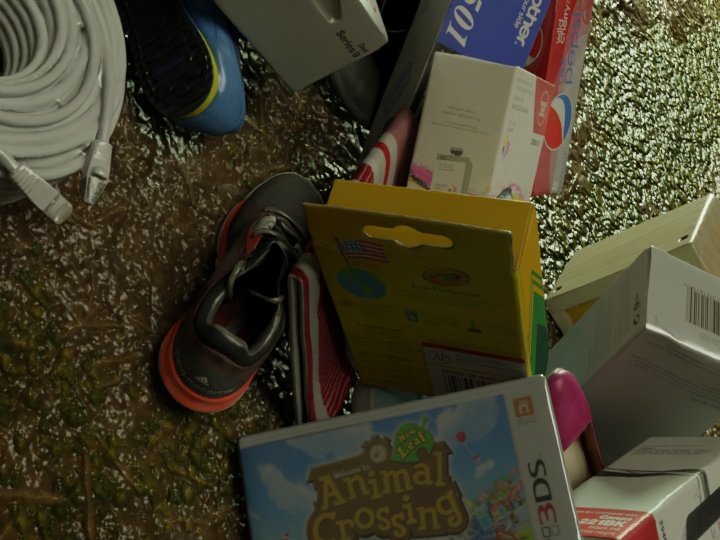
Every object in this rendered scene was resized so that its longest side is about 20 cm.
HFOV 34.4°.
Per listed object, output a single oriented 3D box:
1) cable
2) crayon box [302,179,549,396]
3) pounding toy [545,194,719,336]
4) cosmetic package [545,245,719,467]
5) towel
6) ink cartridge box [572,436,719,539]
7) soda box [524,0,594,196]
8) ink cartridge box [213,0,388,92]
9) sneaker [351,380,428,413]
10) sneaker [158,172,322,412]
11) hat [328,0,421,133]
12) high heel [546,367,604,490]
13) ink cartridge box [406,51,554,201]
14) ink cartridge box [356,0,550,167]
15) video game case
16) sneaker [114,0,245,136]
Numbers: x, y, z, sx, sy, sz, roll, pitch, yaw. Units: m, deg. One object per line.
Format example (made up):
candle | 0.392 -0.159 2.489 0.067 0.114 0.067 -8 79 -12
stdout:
cable | -0.218 -0.135 0.641 0.199 0.069 0.203 36 46 -31
crayon box | 0.047 0.011 0.714 0.201 0.125 0.051 73 31 -54
pounding toy | 0.295 0.067 1.046 0.202 0.183 0.142 57 39 -11
cosmetic package | 0.218 0.084 0.915 0.111 0.201 0.082 23 52 -10
towel | 0.000 0.000 0.796 0.201 0.022 0.146 -59 155 -47
ink cartridge box | 0.199 0.211 0.785 0.199 0.083 0.147 -18 98 -49
soda box | 0.153 -0.171 1.022 0.069 0.063 0.204 -12 115 -50
ink cartridge box | -0.065 -0.250 0.806 0.146 0.083 0.203 43 27 -55
sneaker | 0.079 0.103 0.853 0.198 0.081 0.075 13 60 -47
sneaker | -0.056 0.000 0.737 0.076 0.082 0.202 32 46 -12
hat | 0.032 -0.207 0.953 0.198 0.081 0.205 -10 111 -29
high heel | 0.165 0.156 0.838 0.067 0.095 0.202 -34 139 -27
ink cartridge box | 0.080 -0.047 0.853 0.116 0.066 0.204 -6 109 -67
ink cartridge box | 0.077 -0.158 0.921 0.093 0.044 0.203 17 97 -36
video game case | 0.035 0.171 0.695 0.022 0.196 0.185 69 9 -73
sneaker | -0.125 -0.185 0.791 0.078 0.065 0.203 15 55 -67
